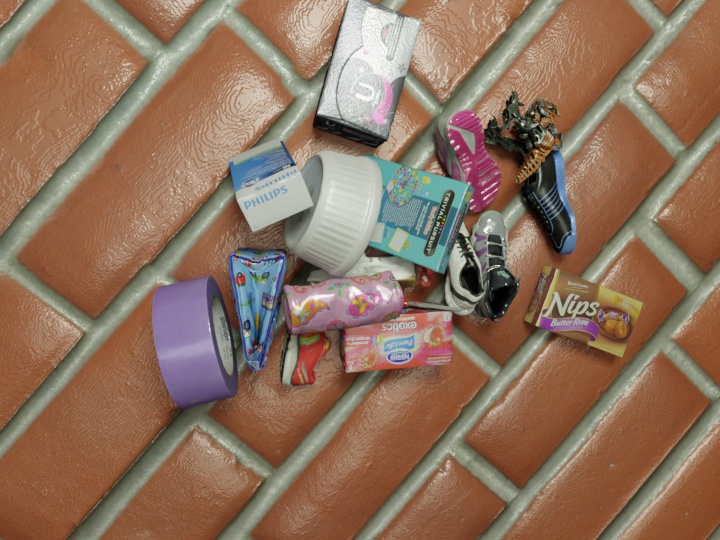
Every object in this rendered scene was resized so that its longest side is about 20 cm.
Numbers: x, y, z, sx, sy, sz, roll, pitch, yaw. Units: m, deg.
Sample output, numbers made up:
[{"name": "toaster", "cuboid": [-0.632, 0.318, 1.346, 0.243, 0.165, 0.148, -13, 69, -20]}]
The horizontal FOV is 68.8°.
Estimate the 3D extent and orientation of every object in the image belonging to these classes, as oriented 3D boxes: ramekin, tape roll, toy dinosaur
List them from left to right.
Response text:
[{"name": "tape roll", "cuboid": [-0.264, 0.115, 0.858, 0.084, 0.200, 0.202, -12, 98, -6]}, {"name": "ramekin", "cuboid": [-0.053, -0.099, 0.857, 0.093, 0.202, 0.204, 15, 94, -25]}, {"name": "toy dinosaur", "cuboid": [0.302, -0.242, 0.935, 0.135, 0.201, 0.102, 26, 130, -7]}]

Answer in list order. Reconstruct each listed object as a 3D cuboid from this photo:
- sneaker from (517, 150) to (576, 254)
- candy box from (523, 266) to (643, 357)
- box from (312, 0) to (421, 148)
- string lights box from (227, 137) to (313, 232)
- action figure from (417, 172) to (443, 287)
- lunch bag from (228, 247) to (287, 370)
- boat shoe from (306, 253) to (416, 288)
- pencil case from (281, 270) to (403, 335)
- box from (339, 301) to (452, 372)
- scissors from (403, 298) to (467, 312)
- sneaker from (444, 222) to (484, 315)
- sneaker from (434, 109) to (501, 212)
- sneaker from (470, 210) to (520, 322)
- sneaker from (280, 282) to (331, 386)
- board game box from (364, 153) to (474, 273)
[{"name": "sneaker", "cuboid": [0.348, -0.124, 0.991, 0.077, 0.070, 0.202, -11, 91, -4]}, {"name": "candy box", "cuboid": [0.435, 0.080, 1.029, 0.198, 0.056, 0.118, 20, 93, -11]}, {"name": "box", "cuboid": [0.008, -0.329, 0.892, 0.131, 0.115, 0.202, 16, 94, -9]}, {"name": "string lights box", "cuboid": [-0.150, -0.145, 0.843, 0.102, 0.200, 0.059, -24, 123, -4]}, {"name": "action figure", "cuboid": [0.119, -0.071, 0.948, 0.051, 0.065, 0.203, 3, 86, -41]}, {"name": "lunch bag", "cuboid": [-0.174, 0.068, 0.890, 0.093, 0.151, 0.202, 2, 96, -8]}, {"name": "boat shoe", "cuboid": [0.000, 0.000, 0.957, 0.198, 0.071, 0.070, -3, 70, 0]}, {"name": "pencil case", "cuboid": [-0.028, 0.052, 0.865, 0.198, 0.087, 0.088, -9, 97, -13]}, {"name": "box", "cuboid": [0.062, 0.118, 0.958, 0.198, 0.095, 0.101, -3, 97, -8]}, {"name": "scissors", "cuboid": [0.091, 0.056, 0.949, 0.198, 0.073, 0.014, 0, 105, 7]}, {"name": "sneaker", "cuboid": [0.183, -0.026, 0.943, 0.073, 0.080, 0.202, -5, 71, -15]}, {"name": "sneaker", "cuboid": [0.191, -0.201, 0.953, 0.081, 0.088, 0.201, -27, 121, -7]}, {"name": "sneaker", "cuboid": [0.250, -0.006, 0.948, 0.077, 0.140, 0.202, 1, 97, -9]}, {"name": "sneaker", "cuboid": [-0.091, 0.116, 0.951, 0.084, 0.077, 0.202, 9, 108, -16]}, {"name": "board game box", "cuboid": [0.076, -0.100, 0.910, 0.199, 0.047, 0.152, 22, 94, 25]}]
